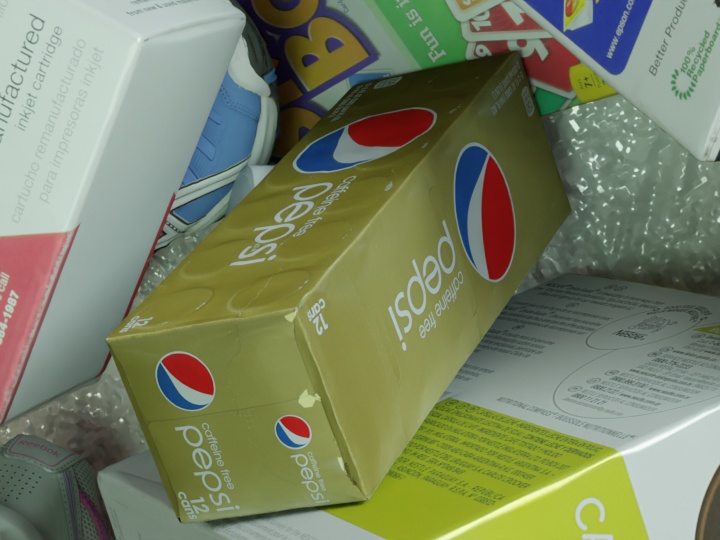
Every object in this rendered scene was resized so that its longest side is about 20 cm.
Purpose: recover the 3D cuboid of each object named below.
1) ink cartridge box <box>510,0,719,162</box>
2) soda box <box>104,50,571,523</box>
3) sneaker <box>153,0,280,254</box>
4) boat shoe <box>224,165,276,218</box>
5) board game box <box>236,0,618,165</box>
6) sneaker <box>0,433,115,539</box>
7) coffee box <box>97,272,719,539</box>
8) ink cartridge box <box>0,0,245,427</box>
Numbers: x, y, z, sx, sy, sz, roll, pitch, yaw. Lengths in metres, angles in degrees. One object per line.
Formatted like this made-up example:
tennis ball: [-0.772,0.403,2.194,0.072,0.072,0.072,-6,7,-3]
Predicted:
ink cartridge box: [0.060,-0.124,0.701,0.200,0.037,0.095,44,126,34]
soda box: [0.000,0.000,0.782,0.067,0.200,0.064,-10,112,27]
sneaker: [-0.096,-0.026,0.890,0.076,0.077,0.200,46,131,9]
boat shoe: [-0.018,0.049,0.900,0.065,0.074,0.201,-4,127,-10]
board game box: [-0.005,-0.085,0.879,0.199,0.030,0.096,-15,105,31]
sneaker: [-0.125,0.144,1.000,0.081,0.088,0.201,19,140,13]
coffee box: [0.064,0.132,0.786,0.200,0.197,0.201,9,119,65]
ink cartridge box: [-0.161,-0.062,0.827,0.199,0.083,0.146,28,111,14]
